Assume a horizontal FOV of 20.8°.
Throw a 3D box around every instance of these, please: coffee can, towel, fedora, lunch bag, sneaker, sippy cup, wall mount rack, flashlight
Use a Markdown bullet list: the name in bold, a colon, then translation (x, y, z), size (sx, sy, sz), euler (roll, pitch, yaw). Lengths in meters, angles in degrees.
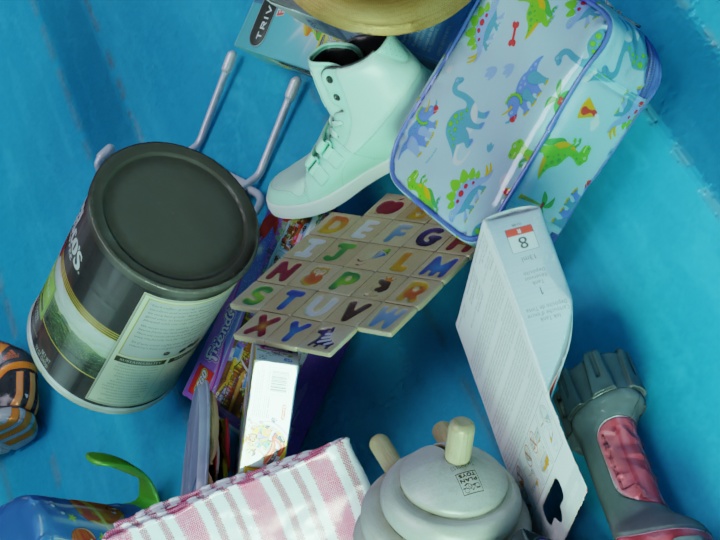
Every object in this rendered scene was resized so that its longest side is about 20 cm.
- **coffee can**: translation (-0.186, 0.010, 1.653), size (0.200, 0.145, 0.148), euler (125, 145, -48)
- **towel**: translation (-0.074, 0.221, 1.427), size (0.198, 0.148, 0.030), euler (-21, 10, 6)
- **fedora**: translation (0.016, -0.248, 1.496), size (0.082, 0.198, 0.202), euler (97, 173, -62)
- **lunch bag**: translation (0.116, -0.118, 1.437), size (0.161, 0.082, 0.201), euler (41, 103, 48)
- **sneaker**: translation (-0.022, -0.123, 1.565), size (0.199, 0.118, 0.074), euler (-27, 27, 32)
- **sippy cup**: translation (-0.248, 0.252, 1.664), size (0.139, 0.130, 0.179), euler (-28, 53, 39)
- **wall mount rack**: translation (-0.139, -0.113, 1.774), size (0.173, 0.075, 0.199), euler (-37, 35, -19)
- **sneaker**: translation (-0.387, 0.134, 1.940), size (0.199, 0.077, 0.113), euler (-21, 52, 29)
- **flashlight**: translation (0.184, 0.137, 1.277), size (0.068, 0.067, 0.201), euler (96, 165, -46)

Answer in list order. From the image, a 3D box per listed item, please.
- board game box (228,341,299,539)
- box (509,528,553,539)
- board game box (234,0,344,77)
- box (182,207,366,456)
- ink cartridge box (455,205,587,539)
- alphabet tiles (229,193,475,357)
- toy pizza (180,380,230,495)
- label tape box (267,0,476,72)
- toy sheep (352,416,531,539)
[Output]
- **board game box**: translation (-0.078, 0.150, 1.497), size (0.135, 0.034, 0.202), euler (-103, 21, -78)
- **box**: translation (0.100, 0.286, 1.262), size (0.200, 0.106, 0.123), euler (-51, 39, 19)
- **board game box**: translation (-0.014, -0.239, 1.705), size (0.199, 0.047, 0.152), euler (24, 90, 51)
- **box**: translation (-0.061, 0.041, 1.625), size (0.137, 0.039, 0.201), euler (29, 95, 51)
- **ink cartridge box**: translation (0.124, 0.080, 1.326), size (0.163, 0.050, 0.201), euler (98, 153, -62)
- **alphabet tiles**: translation (0.000, 0.000, 1.492), size (0.165, 0.006, 0.200), euler (8, 39, 41)
- **toy pizza**: translation (-0.124, 0.189, 1.571), size (0.200, 0.031, 0.202), euler (-174, 90, -82)
- **label tape box**: translation (0.010, -0.258, 1.588), size (0.198, 0.066, 0.144), euler (22, 89, 13)
- **toy sheep**: translation (0.055, 0.181, 1.340), size (0.138, 0.137, 0.202), euler (-128, 30, -48)
